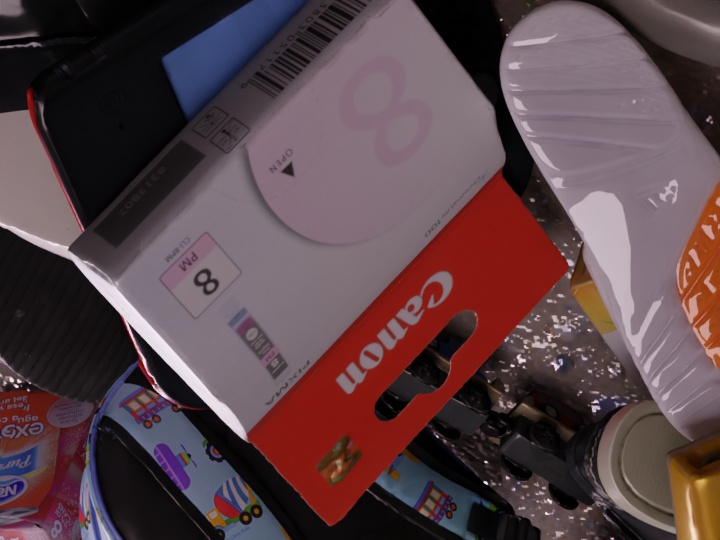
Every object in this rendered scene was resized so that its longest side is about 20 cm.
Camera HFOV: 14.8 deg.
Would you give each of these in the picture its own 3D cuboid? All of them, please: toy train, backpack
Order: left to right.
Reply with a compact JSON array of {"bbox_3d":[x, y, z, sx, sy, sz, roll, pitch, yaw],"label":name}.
[{"bbox_3d":[-0.048,0.120,1.293,0.200,0.183,0.135,48,147,-8],"label":"backpack"},{"bbox_3d":[0.088,0.080,1.296,0.200,0.046,0.034,30,128,-14],"label":"toy train"}]

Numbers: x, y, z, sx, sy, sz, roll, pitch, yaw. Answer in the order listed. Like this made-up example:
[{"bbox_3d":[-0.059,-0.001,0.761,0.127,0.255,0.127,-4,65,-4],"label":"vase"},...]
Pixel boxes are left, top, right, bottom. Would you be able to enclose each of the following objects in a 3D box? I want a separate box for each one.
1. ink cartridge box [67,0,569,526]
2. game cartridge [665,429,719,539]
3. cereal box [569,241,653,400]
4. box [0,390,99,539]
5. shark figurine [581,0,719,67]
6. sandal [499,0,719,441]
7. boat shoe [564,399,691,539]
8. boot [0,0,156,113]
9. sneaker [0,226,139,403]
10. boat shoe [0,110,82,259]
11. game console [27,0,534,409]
[{"bbox_3d":[0.000,0.000,1.124,0.200,0.163,0.057,49,170,-34],"label":"ink cartridge box"},{"bbox_3d":[0.224,0.132,1.185,0.176,0.032,0.200,-21,120,-14],"label":"game cartridge"},{"bbox_3d":[0.203,0.048,1.229,0.144,0.040,0.200,-17,125,31],"label":"cereal box"},{"bbox_3d":[-0.153,0.163,1.418,0.095,0.100,0.200,-3,131,21],"label":"box"},{"bbox_3d":[0.186,-0.101,1.064,0.214,0.090,0.128,-17,126,33],"label":"shark figurine"},{"bbox_3d":[0.124,-0.026,1.140,0.079,0.059,0.207,-28,106,6],"label":"sandal"},{"bbox_3d":[0.173,0.116,1.231,0.199,0.075,0.066,24,165,-25],"label":"boat shoe"},{"bbox_3d":[-0.136,-0.077,1.138,0.162,0.073,0.198,-5,127,-4],"label":"boot"},{"bbox_3d":[-0.189,-0.008,1.296,0.200,0.074,0.088,37,167,-21],"label":"sneaker"},{"bbox_3d":[-0.105,-0.027,1.249,0.200,0.072,0.069,22,165,6],"label":"boat shoe"},{"bbox_3d":[-0.025,-0.053,1.126,0.031,0.200,0.177,36,154,46],"label":"game console"}]
